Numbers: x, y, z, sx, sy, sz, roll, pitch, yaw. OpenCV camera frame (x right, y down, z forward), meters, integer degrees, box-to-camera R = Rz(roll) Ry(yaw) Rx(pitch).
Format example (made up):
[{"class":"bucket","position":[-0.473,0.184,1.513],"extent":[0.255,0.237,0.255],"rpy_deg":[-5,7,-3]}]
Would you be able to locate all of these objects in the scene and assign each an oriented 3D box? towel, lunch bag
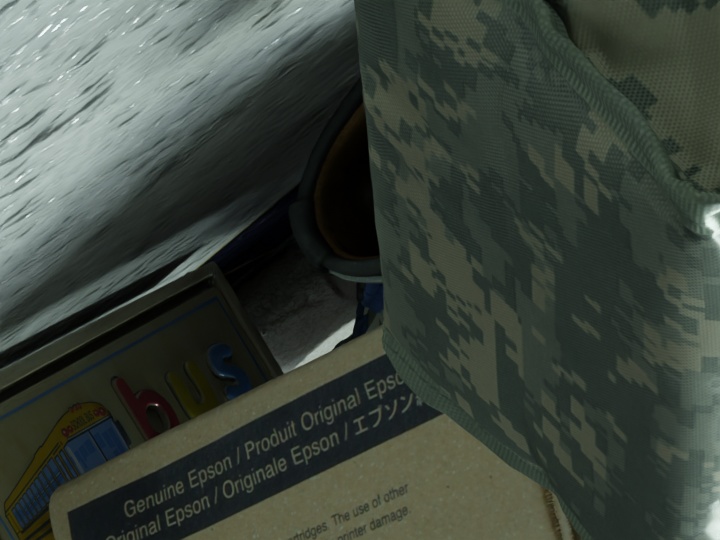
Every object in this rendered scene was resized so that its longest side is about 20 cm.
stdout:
[{"class":"towel","position":[0.000,0.000,1.119],"extent":[0.133,0.034,0.200],"rpy_deg":[-38,176,2]},{"class":"lunch bag","position":[0.105,-0.047,0.548],"extent":[0.200,0.118,0.164],"rpy_deg":[-35,151,-18]}]

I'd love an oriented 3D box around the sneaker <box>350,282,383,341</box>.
[{"class":"sneaker","position":[0.041,0.012,0.851],"extent":[0.200,0.085,0.077],"rpy_deg":[98,1,-70]}]

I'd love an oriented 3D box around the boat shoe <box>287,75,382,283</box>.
[{"class":"boat shoe","position":[0.057,-0.061,0.672],"extent":[0.068,0.072,0.200],"rpy_deg":[4,141,-39]}]

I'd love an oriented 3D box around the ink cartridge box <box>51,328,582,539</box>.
[{"class":"ink cartridge box","position":[0.050,0.065,0.771],"extent":[0.165,0.075,0.200],"rpy_deg":[-29,157,37]}]

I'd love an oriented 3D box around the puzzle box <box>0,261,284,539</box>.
[{"class":"puzzle box","position":[-0.063,0.083,0.810],"extent":[0.025,0.133,0.200],"rpy_deg":[-33,180,32]}]
